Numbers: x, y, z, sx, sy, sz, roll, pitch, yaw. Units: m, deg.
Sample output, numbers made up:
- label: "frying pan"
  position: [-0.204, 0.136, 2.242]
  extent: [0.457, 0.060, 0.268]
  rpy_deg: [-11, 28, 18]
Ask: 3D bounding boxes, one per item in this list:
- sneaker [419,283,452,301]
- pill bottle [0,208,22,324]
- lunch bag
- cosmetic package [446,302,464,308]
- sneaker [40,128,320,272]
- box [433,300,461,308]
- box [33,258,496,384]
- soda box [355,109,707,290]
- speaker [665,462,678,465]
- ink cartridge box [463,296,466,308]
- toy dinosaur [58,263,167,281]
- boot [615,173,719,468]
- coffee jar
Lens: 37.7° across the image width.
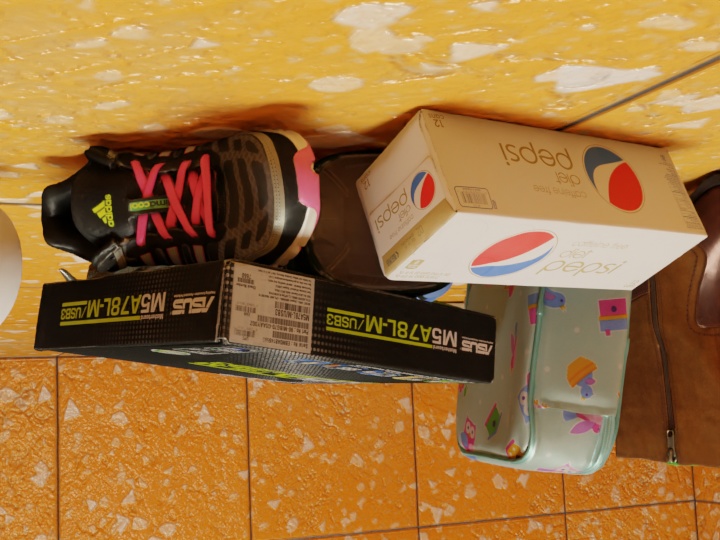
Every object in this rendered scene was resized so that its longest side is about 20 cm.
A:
- label: "sneaker"
  position: [0.000, 0.000, 0.882]
  extent: [0.077, 0.071, 0.199]
  rpy_deg: [-7, 177, -30]
- label: "pill bottle"
  position: [-0.277, -0.010, 0.539]
  extent: [0.111, 0.114, 0.199]
  rpy_deg: [-6, 173, 29]
- label: "lunch bag"
  position: [0.127, 0.041, 0.756]
  extent: [0.076, 0.203, 0.160]
  rpy_deg: [10, 170, -13]
- label: "cosmetic package"
  position: [0.099, 0.090, 1.637]
  extent: [0.198, 0.074, 0.103]
  rpy_deg: [2, 172, -23]
- label: "sneaker"
  position: [-0.105, -0.033, 0.561]
  extent: [0.087, 0.075, 0.199]
  rpy_deg: [-4, -179, -44]
- label: "box"
  position: [0.001, 0.051, 0.946]
  extent: [0.121, 0.048, 0.200]
  rpy_deg: [-9, -172, -18]
- label: "box"
  position: [-0.055, 0.037, 0.610]
  extent: [0.199, 0.048, 0.192]
  rpy_deg: [13, 165, -42]
- label: "soda box"
  position: [0.100, -0.034, 0.592]
  extent: [0.198, 0.064, 0.068]
  rpy_deg: [3, 148, -36]
- label: "speaker"
  position: [0.268, 0.049, 0.831]
  extent: [0.087, 0.203, 0.088]
  rpy_deg: [-2, 173, 0]
- label: "ink cartridge box"
  position: [0.252, 0.034, 1.405]
  extent: [0.198, 0.051, 0.162]
  rpy_deg: [-10, 174, -9]
- label: "toy dinosaur"
  position: [-0.140, -0.015, 0.785]
  extent: [0.101, 0.078, 0.199]
  rpy_deg: [-20, 161, 27]
- label: "boot"
  position: [0.248, 0.038, 0.738]
  extent: [0.068, 0.203, 0.187]
  rpy_deg: [5, 170, -45]
- label: "coffee jar"
  position: [-0.013, -0.015, 0.691]
  extent: [0.103, 0.086, 0.200]
  rpy_deg: [1, 171, -18]
